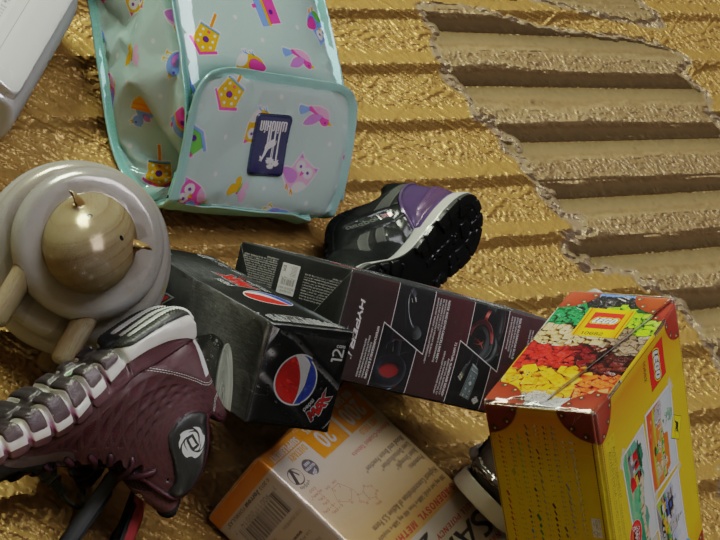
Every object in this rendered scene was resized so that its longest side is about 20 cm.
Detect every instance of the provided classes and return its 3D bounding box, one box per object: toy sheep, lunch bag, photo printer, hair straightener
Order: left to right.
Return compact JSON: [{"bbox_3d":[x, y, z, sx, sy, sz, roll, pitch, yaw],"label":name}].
[{"bbox_3d":[-0.292,-0.195,1.793,0.166,0.069,0.200,31,36,-10],"label":"photo printer"},{"bbox_3d":[-0.186,-0.005,1.613,0.138,0.200,0.138,1,87,-17],"label":"toy sheep"},{"bbox_3d":[-0.165,0.127,1.580,0.077,0.041,0.200,31,43,-9],"label":"hair straightener"},{"bbox_3d":[-0.098,-0.133,1.852,0.170,0.122,0.200,3,67,-44],"label":"lunch bag"}]

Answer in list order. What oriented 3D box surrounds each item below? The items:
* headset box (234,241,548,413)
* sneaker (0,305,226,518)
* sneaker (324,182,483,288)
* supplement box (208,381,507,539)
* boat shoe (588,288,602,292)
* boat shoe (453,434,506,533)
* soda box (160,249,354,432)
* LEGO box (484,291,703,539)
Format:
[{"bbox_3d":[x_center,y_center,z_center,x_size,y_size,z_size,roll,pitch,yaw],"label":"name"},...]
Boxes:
[{"bbox_3d":[0.028,0.044,1.711,0.200,0.075,0.149,14,0,-34],"label":"headset box"},{"bbox_3d":[-0.163,0.116,1.521,0.200,0.076,0.116,-33,107,-18],"label":"sneaker"},{"bbox_3d":[0.000,0.000,1.853,0.087,0.076,0.200,18,39,34],"label":"sneaker"},{"bbox_3d":[0.017,0.184,1.649,0.200,0.074,0.126,43,36,5],"label":"supplement box"},{"bbox_3d":[0.178,0.100,1.879,0.066,0.072,0.200,30,38,-18],"label":"boat shoe"},{"bbox_3d":[0.112,0.134,1.732,0.072,0.060,0.200,44,8,7],"label":"boat shoe"},{"bbox_3d":[-0.086,0.042,1.635,0.063,0.071,0.200,10,9,-32],"label":"soda box"},{"bbox_3d":[0.155,0.136,1.618,0.077,0.200,0.149,4,28,27],"label":"LEGO box"}]
